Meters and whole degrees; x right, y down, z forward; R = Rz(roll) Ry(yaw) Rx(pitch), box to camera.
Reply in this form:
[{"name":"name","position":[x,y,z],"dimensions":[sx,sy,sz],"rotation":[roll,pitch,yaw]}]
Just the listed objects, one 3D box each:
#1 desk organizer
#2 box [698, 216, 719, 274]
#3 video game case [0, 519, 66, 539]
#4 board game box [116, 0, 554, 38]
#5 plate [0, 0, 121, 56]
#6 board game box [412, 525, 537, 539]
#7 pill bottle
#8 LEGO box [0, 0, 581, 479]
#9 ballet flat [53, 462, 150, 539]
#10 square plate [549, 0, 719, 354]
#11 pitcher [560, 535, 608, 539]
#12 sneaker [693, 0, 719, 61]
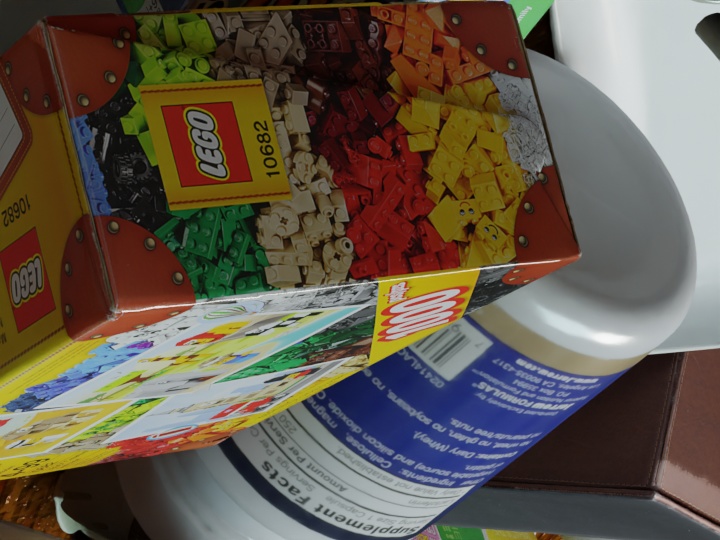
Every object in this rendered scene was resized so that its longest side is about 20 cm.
[{"name":"desk organizer","position":[0.063,0.061,1.028],"dimensions":[0.200,0.077,0.072],"rotation":[-1,159,41]},{"name":"box","position":[0.210,-0.080,0.936],"dimensions":[0.160,0.044,0.200],"rotation":[-8,142,-27]},{"name":"video game case","position":[-0.111,0.112,0.923],"dimensions":[0.200,0.024,0.182],"rotation":[9,167,42]},{"name":"board game box","position":[0.034,-0.129,0.643],"dimensions":[0.135,0.035,0.200],"rotation":[-8,151,-37]},{"name":"plate","position":[-0.064,-0.072,0.750],"dimensions":[0.199,0.032,0.200],"rotation":[-21,157,-8]},{"name":"board game box","position":[0.053,0.168,1.191],"dimensions":[0.040,0.200,0.153],"rotation":[-33,157,21]},{"name":"pill bottle","position":[0.008,0.024,0.848],"dimensions":[0.115,0.116,0.200],"rotation":[-1,149,-44]},{"name":"LEGO box","position":[-0.061,-0.002,0.708],"dimensions":[0.149,0.077,0.200],"rotation":[-7,166,-35]},{"name":"ballet flat","position":[-0.091,0.099,1.053],"dimensions":[0.072,0.068,0.200],"rotation":[20,163,-6]},{"name":"square plate","position":[0.168,-0.050,0.875],"dimensions":[0.199,0.029,0.198],"rotation":[-6,138,3]},{"name":"pitcher","position":[0.128,0.083,1.216],"dimensions":[0.171,0.122,0.200],"rotation":[-2,146,0]},{"name":"sneaker","position":[0.123,-0.132,0.701],"dimensions":[0.129,0.080,0.199],"rotation":[-28,149,-9]}]
